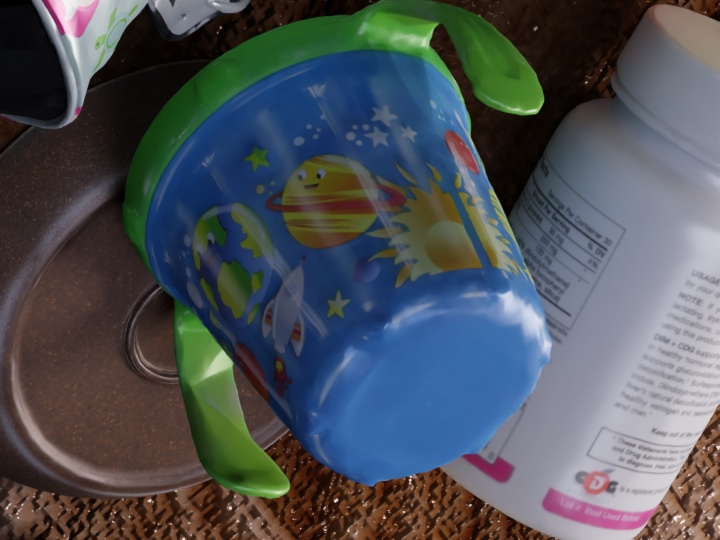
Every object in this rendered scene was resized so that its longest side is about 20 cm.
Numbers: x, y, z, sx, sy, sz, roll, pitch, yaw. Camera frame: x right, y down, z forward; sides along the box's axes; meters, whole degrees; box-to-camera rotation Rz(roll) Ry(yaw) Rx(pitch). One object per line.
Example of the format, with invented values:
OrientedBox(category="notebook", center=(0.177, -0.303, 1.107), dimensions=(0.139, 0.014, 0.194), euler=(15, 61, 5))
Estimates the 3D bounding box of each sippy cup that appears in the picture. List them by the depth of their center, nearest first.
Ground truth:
OrientedBox(category="sippy cup", center=(0.000, 0.000, 1.059), dimensions=(0.139, 0.131, 0.178), euler=(-21, 140, -14))

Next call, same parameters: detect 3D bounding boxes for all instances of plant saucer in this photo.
OrientedBox(category="plant saucer", center=(-0.073, 0.013, 1.150), dimensions=(0.199, 0.035, 0.201), euler=(-16, 127, -22))

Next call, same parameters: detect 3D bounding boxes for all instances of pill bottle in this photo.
OrientedBox(category="pill bottle", center=(0.111, 0.001, 1.201), dimensions=(0.113, 0.113, 0.201), euler=(13, 114, -38))

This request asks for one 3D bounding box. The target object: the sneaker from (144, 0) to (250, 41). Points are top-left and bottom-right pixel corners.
OrientedBox(category="sneaker", center=(-0.018, -0.126, 1.070), dimensions=(0.200, 0.076, 0.115), euler=(25, 115, -33))

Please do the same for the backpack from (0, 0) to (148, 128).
OrientedBox(category="backpack", center=(-0.140, -0.136, 0.891), dimensions=(0.151, 0.199, 0.178), euler=(-49, 135, -20))
